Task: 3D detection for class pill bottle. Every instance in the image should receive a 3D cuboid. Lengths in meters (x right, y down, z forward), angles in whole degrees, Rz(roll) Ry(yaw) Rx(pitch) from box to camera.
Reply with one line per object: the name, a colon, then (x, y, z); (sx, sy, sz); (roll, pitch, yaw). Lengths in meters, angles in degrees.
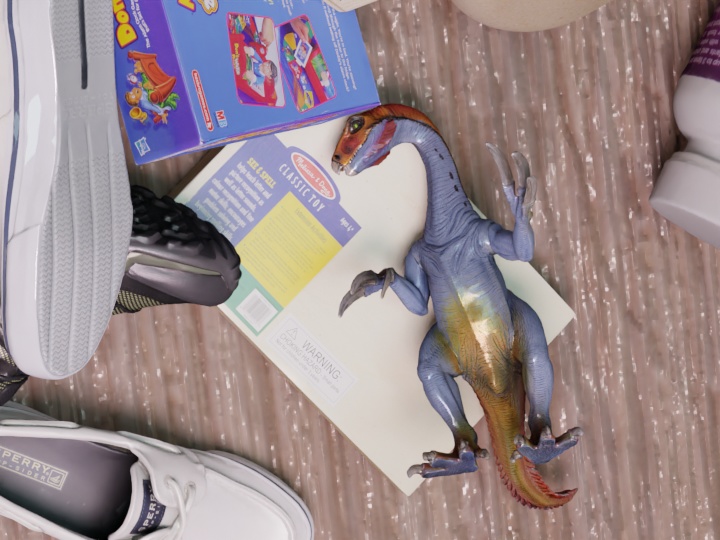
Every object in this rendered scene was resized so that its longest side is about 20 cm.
pill bottle: (0.230, -0.105, 1.134); (0.112, 0.112, 0.201); (29, 87, -16)

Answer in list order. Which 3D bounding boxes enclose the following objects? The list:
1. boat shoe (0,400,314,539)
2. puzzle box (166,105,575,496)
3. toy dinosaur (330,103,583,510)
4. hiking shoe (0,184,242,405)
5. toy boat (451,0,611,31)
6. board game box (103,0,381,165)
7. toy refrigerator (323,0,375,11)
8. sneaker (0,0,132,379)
boat shoe: (-0.113, 0.117, 1.083); (0.199, 0.065, 0.074); (14, 91, -16)
puzzle box: (0.000, 0.000, 1.125); (0.133, 0.025, 0.200); (-45, 105, -7)
toy dinosaur: (0.040, 0.013, 1.099); (0.104, 0.200, 0.182); (-13, 64, -1)
hiking shoe: (-0.156, 0.013, 1.058); (0.198, 0.076, 0.101); (4, 112, 1)
toy boat: (0.110, -0.214, 1.100); (0.199, 0.131, 0.131); (-29, 72, -12)
board game box: (-0.072, -0.160, 1.027); (0.134, 0.045, 0.201); (-16, 91, -51)
toy refrigerator: (-0.043, -0.195, 0.978); (0.200, 0.076, 0.070); (32, 56, -41)
sneaker: (-0.149, -0.053, 0.984); (0.073, 0.070, 0.202); (-5, 98, -59)
